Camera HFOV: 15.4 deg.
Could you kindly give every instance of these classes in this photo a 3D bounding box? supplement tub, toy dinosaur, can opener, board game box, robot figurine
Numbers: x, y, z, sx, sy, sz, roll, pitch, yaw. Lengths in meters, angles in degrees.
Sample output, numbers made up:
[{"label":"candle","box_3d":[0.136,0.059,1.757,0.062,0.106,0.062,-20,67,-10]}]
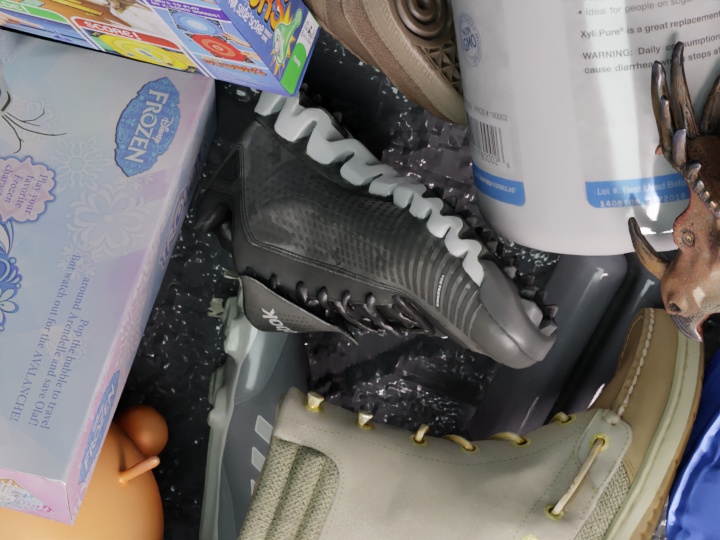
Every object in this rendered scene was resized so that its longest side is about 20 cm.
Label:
[{"label":"supplement tub","box_3d":[0.098,-0.118,1.027,0.131,0.132,0.201,-2,109,14]},{"label":"toy dinosaur","box_3d":[0.170,-0.079,0.956,0.135,0.201,0.086,6,154,32]},{"label":"can opener","box_3d":[0.077,0.082,1.132,0.053,0.067,0.200,14,115,-29]},{"label":"board game box","box_3d":[-0.182,-0.012,1.103,0.198,0.201,0.043,13,150,9]},{"label":"robot figurine","box_3d":[-0.158,0.112,1.152,0.143,0.200,0.117,9,78,-30]},{"label":"board game box","box_3d":[-0.128,-0.128,1.053,0.199,0.135,0.035,15,77,20]}]

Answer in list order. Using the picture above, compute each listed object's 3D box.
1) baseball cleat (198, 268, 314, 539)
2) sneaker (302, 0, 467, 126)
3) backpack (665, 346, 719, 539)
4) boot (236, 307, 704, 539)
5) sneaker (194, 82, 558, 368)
[{"label":"baseball cleat","box_3d":[-0.024,0.088,1.173,0.106,0.070,0.201,8,116,-5]},{"label":"sneaker","box_3d":[-0.014,-0.140,1.091,0.075,0.070,0.200,-20,110,48]},{"label":"backpack","box_3d":[0.224,0.094,1.056,0.200,0.168,0.163,34,106,1]},{"label":"boot","box_3d":[0.041,0.075,1.046,0.154,0.200,0.072,23,150,5]},{"label":"sneaker","box_3d":[0.000,0.000,1.067,0.091,0.200,0.066,-50,137,0]}]
